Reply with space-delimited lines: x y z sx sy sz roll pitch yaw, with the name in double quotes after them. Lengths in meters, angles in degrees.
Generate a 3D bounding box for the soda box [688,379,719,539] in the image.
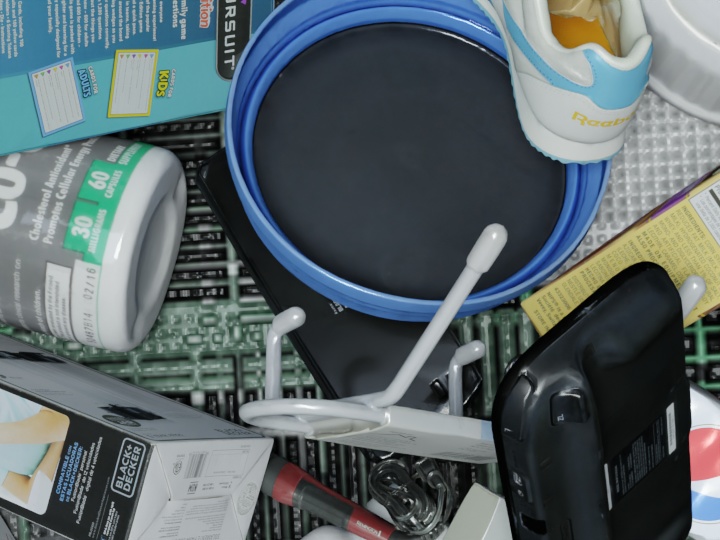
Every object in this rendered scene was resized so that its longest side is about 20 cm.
0.208 0.119 0.834 0.200 0.064 0.068 32 94 5 "soda box"

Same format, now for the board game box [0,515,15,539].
-0.232 0.217 0.904 0.126 0.035 0.200 -33 86 6 "board game box"

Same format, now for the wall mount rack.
0.051 0.042 0.722 0.199 0.174 0.075 11 73 -34 "wall mount rack"

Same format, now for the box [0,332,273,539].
-0.160 0.084 0.826 0.199 0.117 0.060 18 94 26 "box"

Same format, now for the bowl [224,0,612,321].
0.029 -0.066 0.827 0.200 0.039 0.201 3 65 -7 "bowl"

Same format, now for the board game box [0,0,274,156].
-0.138 -0.143 0.799 0.199 0.047 0.151 -15 126 -31 "board game box"

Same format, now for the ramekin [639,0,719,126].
0.217 -0.173 0.817 0.201 0.094 0.203 0 90 8 "ramekin"

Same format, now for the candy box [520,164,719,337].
0.184 -0.026 0.767 0.200 0.117 0.057 -35 87 38 "candy box"

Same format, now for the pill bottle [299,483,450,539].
-0.022 0.207 0.834 0.200 0.113 0.113 -39 86 -2 "pill bottle"

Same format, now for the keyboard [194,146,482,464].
0.000 0.000 0.873 0.104 0.040 0.200 -33 76 3 "keyboard"

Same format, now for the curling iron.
-0.031 0.106 0.837 0.200 0.026 0.050 10 49 41 "curling iron"

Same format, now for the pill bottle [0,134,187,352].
-0.204 -0.032 0.861 0.199 0.113 0.114 13 92 7 "pill bottle"

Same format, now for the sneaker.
0.095 -0.156 0.813 0.076 0.081 0.200 -13 62 -19 "sneaker"

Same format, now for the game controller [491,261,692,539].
0.107 0.086 0.706 0.042 0.200 0.104 27 58 32 "game controller"

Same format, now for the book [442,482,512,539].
0.105 0.204 0.807 0.200 0.048 0.134 28 89 -28 "book"
